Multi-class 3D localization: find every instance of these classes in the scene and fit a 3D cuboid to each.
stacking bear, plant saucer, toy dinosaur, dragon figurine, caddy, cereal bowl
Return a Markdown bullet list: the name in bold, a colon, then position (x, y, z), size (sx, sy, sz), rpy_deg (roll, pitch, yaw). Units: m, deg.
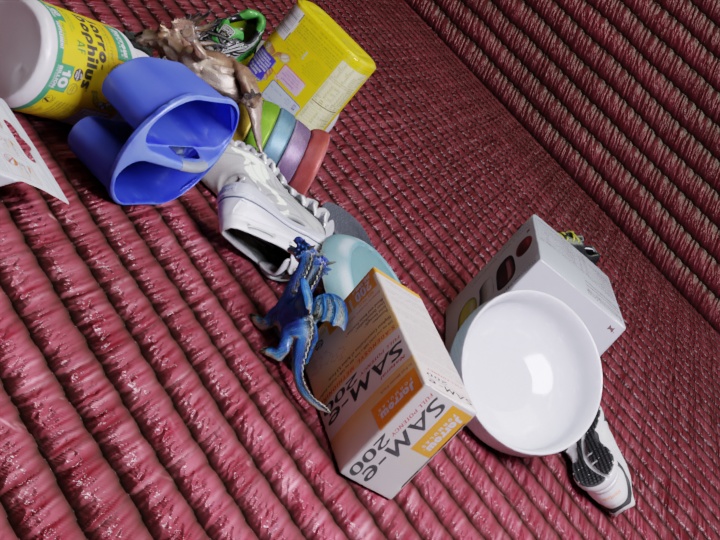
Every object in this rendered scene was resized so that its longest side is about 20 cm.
- **stacking bear**: position (-0.149, -0.166, 1.626), size (0.199, 0.122, 0.114), rpy_deg (26, -24, -12)
- **plant saucer**: position (0.020, 0.045, 1.507), size (0.200, 0.027, 0.201), rpy_deg (51, 23, -32)
- **toy dinosaur**: position (-0.170, -0.233, 1.555), size (0.200, 0.086, 0.136), rpy_deg (39, 19, -13)
- **dragon figurine**: position (-0.053, 0.046, 1.330), size (0.059, 0.100, 0.200), rpy_deg (31, 20, -31)
- **caddy**: position (-0.205, -0.137, 1.372), size (0.105, 0.142, 0.200), rpy_deg (43, 17, 14)
- **cereal bowl**: position (0.189, 0.128, 1.594), size (0.200, 0.200, 0.083), rpy_deg (39, -26, -11)

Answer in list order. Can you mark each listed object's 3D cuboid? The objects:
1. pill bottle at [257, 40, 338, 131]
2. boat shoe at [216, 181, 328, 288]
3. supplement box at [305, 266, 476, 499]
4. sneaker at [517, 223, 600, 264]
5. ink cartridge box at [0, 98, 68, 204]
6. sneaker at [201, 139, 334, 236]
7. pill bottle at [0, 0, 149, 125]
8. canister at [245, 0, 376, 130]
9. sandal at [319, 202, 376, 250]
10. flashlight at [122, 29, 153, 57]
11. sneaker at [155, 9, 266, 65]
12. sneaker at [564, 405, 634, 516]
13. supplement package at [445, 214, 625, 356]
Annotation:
- **pill bottle**: position (-0.127, -0.268, 1.930), size (0.200, 0.104, 0.104), rpy_deg (24, 24, -44)
- **boat shoe**: position (-0.092, -0.019, 1.488), size (0.200, 0.073, 0.067), rpy_deg (35, 48, -35)
- **supplement box**: position (0.021, 0.107, 1.304), size (0.073, 0.126, 0.200), rpy_deg (32, 19, -31)
- **sneaker**: position (0.388, -0.051, 2.585), size (0.200, 0.085, 0.075), rpy_deg (31, 19, -34)
- **ink cartridge box**: position (-0.366, -0.123, 1.156), size (0.160, 0.047, 0.200), rpy_deg (52, 14, 31)
- **sneaker**: position (-0.117, -0.081, 1.564), size (0.200, 0.075, 0.081), rpy_deg (36, 29, -14)
- **pill bottle**: position (-0.302, -0.210, 1.378), size (0.113, 0.113, 0.200), rpy_deg (49, 18, 22)
- **canister**: position (-0.091, -0.245, 1.785), size (0.149, 0.200, 0.086), rpy_deg (47, 18, 15)
- **sandal**: position (0.000, 0.000, 1.682), size (0.201, 0.043, 0.076), rpy_deg (56, 26, 10)
- **flashlight**: position (-0.271, -0.224, 1.579), size (0.067, 0.068, 0.200), rpy_deg (-2, 29, -16)
- **sneaker**: position (-0.205, -0.294, 1.758), size (0.078, 0.085, 0.200), rpy_deg (44, 53, 5)
- **sneaker**: position (0.307, 0.246, 1.730), size (0.080, 0.074, 0.200), rpy_deg (51, 17, -22)
- **supplement package**: position (0.224, 0.064, 1.750), size (0.147, 0.191, 0.200), rpy_deg (39, 16, -9)
